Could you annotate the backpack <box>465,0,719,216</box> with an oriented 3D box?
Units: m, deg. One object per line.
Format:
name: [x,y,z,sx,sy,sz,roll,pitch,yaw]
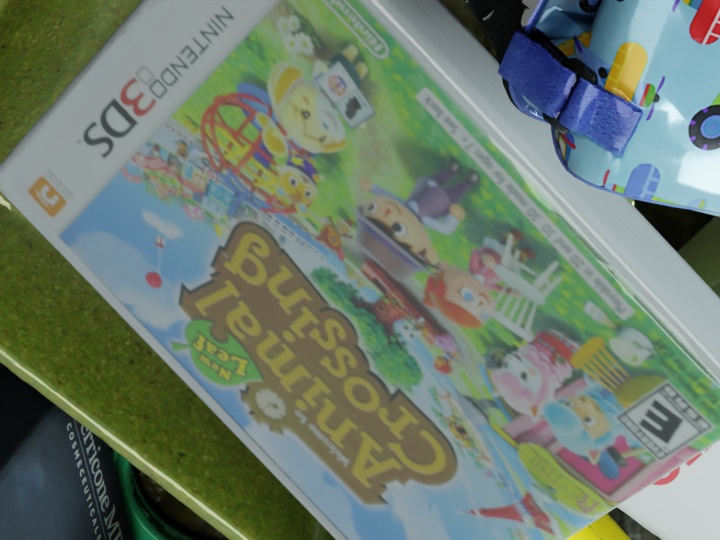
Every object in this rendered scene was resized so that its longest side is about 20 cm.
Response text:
backpack: [0.131,-0.123,0.707,0.182,0.135,0.200,12,121,-26]

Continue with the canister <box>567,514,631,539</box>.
canister: [0.063,0.163,0.955,0.148,0.087,0.200,-36,110,17]

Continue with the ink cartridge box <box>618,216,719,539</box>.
ink cartridge box: [0.188,0.053,0.856,0.200,0.084,0.145,36,124,-11]

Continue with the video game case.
video game case: [0.000,0.000,0.797,0.200,0.022,0.182,46,139,-3]

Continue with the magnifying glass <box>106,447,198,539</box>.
magnifying glass: [-0.028,0.039,0.948,0.080,0.022,0.200,29,128,-5]

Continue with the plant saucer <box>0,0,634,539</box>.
plant saucer: [-0.037,-0.024,0.872,0.200,0.048,0.200,37,124,1]

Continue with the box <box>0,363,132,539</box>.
box: [-0.167,0.141,0.933,0.107,0.200,0.149,6,126,24]
